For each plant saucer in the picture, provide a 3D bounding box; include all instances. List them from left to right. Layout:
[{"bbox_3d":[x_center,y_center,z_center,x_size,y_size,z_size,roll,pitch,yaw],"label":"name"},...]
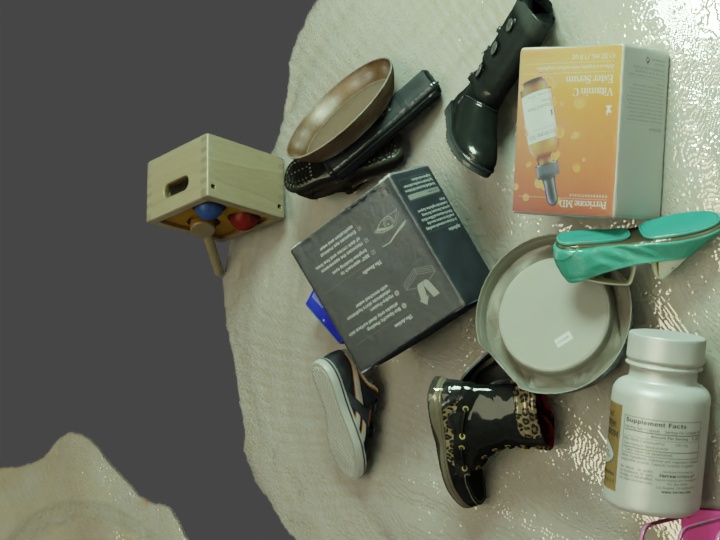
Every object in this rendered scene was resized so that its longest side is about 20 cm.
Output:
[{"bbox_3d":[-0.022,-0.221,1.769,0.199,0.201,0.035,-23,119,42],"label":"plant saucer"}]

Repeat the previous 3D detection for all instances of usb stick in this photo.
[{"bbox_3d":[0.030,-0.203,1.743,0.200,0.033,0.056,-40,49,12],"label":"usb stick"}]

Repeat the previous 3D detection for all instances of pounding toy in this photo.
[{"bbox_3d":[-0.231,-0.098,1.958,0.199,0.183,0.144,-18,66,42],"label":"pounding toy"}]

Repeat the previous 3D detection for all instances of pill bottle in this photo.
[{"bbox_3d":[0.345,0.174,1.440,0.114,0.114,0.203,9,97,43],"label":"pill bottle"}]

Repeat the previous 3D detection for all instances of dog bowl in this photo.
[{"bbox_3d":[0.243,0.059,1.531,0.198,0.059,0.202,-9,70,25],"label":"dog bowl"}]

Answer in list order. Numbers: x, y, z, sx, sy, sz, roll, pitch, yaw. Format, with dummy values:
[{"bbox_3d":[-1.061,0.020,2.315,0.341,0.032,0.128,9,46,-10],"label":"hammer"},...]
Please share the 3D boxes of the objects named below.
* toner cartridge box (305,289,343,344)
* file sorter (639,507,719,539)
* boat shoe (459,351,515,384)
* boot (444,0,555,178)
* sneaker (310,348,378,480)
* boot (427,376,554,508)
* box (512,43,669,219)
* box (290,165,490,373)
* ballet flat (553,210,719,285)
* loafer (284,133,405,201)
[{"bbox_3d":[0.000,0.000,1.816,0.095,0.043,0.201,48,121,33],"label":"toner cartridge box"},{"bbox_3d":[0.420,0.345,1.364,0.199,0.125,0.141,-5,87,44],"label":"file sorter"},{"bbox_3d":[0.206,0.117,1.607,0.200,0.062,0.073,-37,66,38],"label":"boat shoe"},{"bbox_3d":[0.185,-0.240,1.587,0.201,0.065,0.166,-53,30,29],"label":"boot"},{"bbox_3d":[-0.010,0.207,1.815,0.078,0.079,0.202,19,128,48],"label":"sneaker"},{"bbox_3d":[0.177,0.224,1.619,0.149,0.073,0.202,-5,115,23],"label":"boot"},{"bbox_3d":[0.277,-0.165,1.504,0.151,0.106,0.203,5,94,43],"label":"box"},{"bbox_3d":[0.046,-0.002,1.681,0.196,0.117,0.201,-34,82,32],"label":"box"},{"bbox_3d":[0.326,-0.021,1.459,0.198,0.068,0.071,-9,114,8],"label":"ballet flat"},{"bbox_3d":[-0.015,-0.153,1.817,0.198,0.071,0.074,-13,61,29],"label":"loafer"}]
